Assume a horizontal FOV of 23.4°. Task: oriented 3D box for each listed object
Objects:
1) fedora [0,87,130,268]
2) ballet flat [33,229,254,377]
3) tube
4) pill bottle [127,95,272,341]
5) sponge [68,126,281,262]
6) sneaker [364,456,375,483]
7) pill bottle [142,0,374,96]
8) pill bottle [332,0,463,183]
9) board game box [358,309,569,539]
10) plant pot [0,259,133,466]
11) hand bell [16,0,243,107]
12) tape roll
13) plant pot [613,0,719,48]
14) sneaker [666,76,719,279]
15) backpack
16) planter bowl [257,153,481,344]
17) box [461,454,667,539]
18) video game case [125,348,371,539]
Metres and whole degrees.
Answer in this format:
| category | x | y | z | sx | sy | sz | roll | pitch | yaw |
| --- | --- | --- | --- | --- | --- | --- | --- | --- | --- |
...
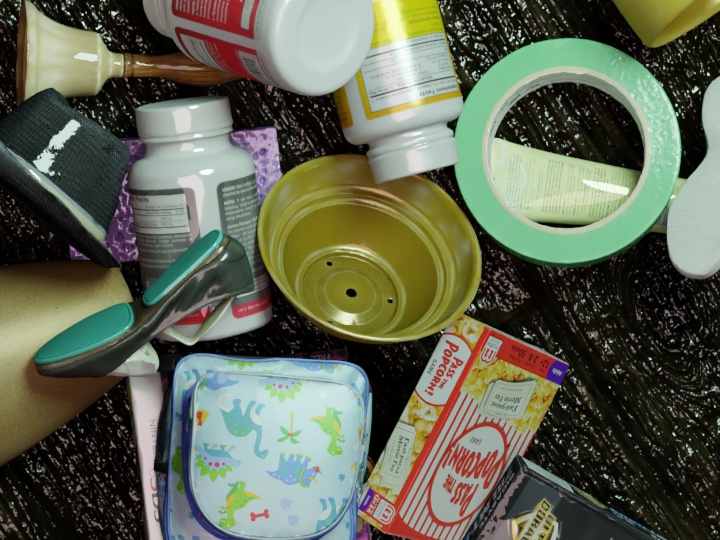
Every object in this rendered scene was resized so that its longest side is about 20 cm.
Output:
| category | x | y | z | sx | sy | sz | roll | pitch | yaw |
| --- | --- | --- | --- | --- | --- | --- | --- | --- | --- |
| fedora | -0.251 | -0.089 | 1.464 | 0.201 | 0.201 | 0.092 | 40 | 82 | -9 |
| ballet flat | -0.172 | 0.047 | 1.437 | 0.200 | 0.068 | 0.068 | -33 | 113 | 7 |
| tube | 0.212 | -0.071 | 1.589 | 0.200 | 0.058 | 0.052 | 7 | 137 | -1 |
| pill bottle | -0.141 | -0.046 | 1.507 | 0.110 | 0.111 | 0.200 | -7 | 101 | -2 |
| sponge | -0.170 | -0.067 | 1.573 | 0.200 | 0.030 | 0.112 | -5 | 100 | -3 |
| sneaker | -0.074 | 0.235 | 1.605 | 0.200 | 0.078 | 0.112 | -17 | 99 | -1 |
| pill bottle | -0.092 | -0.219 | 1.463 | 0.112 | 0.200 | 0.112 | -18 | 118 | -38 |
| pill bottle | 0.025 | -0.181 | 1.514 | 0.109 | 0.109 | 0.200 | -15 | 93 | -1 |
| board game box | 0.092 | 0.149 | 1.563 | 0.046 | 0.151 | 0.200 | 29 | 93 | 38 |
| plant pot | -0.295 | 0.067 | 1.527 | 0.200 | 0.186 | 0.187 | -23 | 100 | -14 |
| hand bell | -0.199 | -0.180 | 1.538 | 0.200 | 0.104 | 0.104 | 1 | 100 | -17 |
| tape roll | 0.183 | -0.104 | 1.549 | 0.200 | 0.048 | 0.201 | -1 | 85 | 8 |
| plant pot | 0.273 | -0.323 | 1.484 | 0.201 | 0.201 | 0.189 | -34 | 84 | 3 |
| sneaker | 0.333 | -0.072 | 1.547 | 0.088 | 0.075 | 0.200 | 41 | 61 | -45 |
| backpack | -0.083 | 0.172 | 1.455 | 0.183 | 0.147 | 0.200 | 4 | 85 | -8 |
| planter bowl | 0.000 | 0.000 | 1.535 | 0.200 | 0.201 | 0.084 | 15 | 142 | -6 |
| box | 0.175 | 0.300 | 1.574 | 0.198 | 0.050 | 0.200 | 31 | 97 | -6 |
| video game case | -0.099 | 0.170 | 1.545 | 0.200 | 0.036 | 0.182 | -6 | 85 | -11 |
